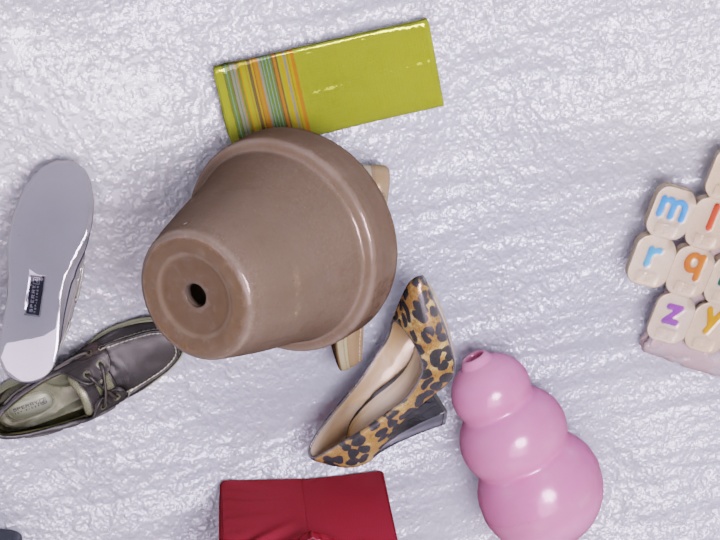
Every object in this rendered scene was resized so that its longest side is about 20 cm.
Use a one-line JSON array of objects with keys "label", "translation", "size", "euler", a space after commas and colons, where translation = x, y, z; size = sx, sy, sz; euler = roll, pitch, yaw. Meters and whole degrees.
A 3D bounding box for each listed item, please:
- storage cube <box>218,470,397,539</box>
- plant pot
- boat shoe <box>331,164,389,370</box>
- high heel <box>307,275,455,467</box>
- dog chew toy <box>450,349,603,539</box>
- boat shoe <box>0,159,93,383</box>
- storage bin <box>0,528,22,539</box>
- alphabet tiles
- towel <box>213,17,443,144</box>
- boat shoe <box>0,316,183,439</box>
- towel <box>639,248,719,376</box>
[{"label": "storage cube", "translation": [-0.048, 0.312, 1.557], "size": [0.169, 0.180, 0.202], "euler": [-4, 111, -4]}, {"label": "plant pot", "translation": [-0.092, -0.004, 1.388], "size": [0.198, 0.174, 0.202], "euler": [12, 115, 26]}, {"label": "boat shoe", "translation": [0.000, 0.000, 1.494], "size": [0.064, 0.071, 0.202], "euler": [-5, 117, -12]}, {"label": "high heel", "translation": [0.013, 0.099, 1.502], "size": [0.141, 0.072, 0.201], "euler": [-20, 134, -18]}, {"label": "dog chew toy", "translation": [0.151, 0.168, 1.555], "size": [0.124, 0.125, 0.201], "euler": [-27, 104, 6]}, {"label": "boat shoe", "translation": [-0.282, 0.001, 1.472], "size": [0.071, 0.066, 0.203], "euler": [7, 90, -5]}, {"label": "storage bin", "translation": [-0.362, 0.333, 1.535], "size": [0.144, 0.200, 0.136], "euler": [6, 102, -8]}, {"label": "alphabet tiles", "translation": [0.352, -0.013, 1.521], "size": [0.198, 0.015, 0.197], "euler": [14, 109, -12]}, {"label": "towel", "translation": [-0.028, -0.166, 1.458], "size": [0.198, 0.018, 0.087], "euler": [-13, 118, -1]}, {"label": "boat shoe", "translation": [-0.255, 0.109, 1.516], "size": [0.199, 0.066, 0.072], "euler": [-23, 112, 4]}, {"label": "towel", "translation": [0.392, 0.022, 1.564], "size": [0.198, 0.032, 0.193], "euler": [18, 108, -12]}]
